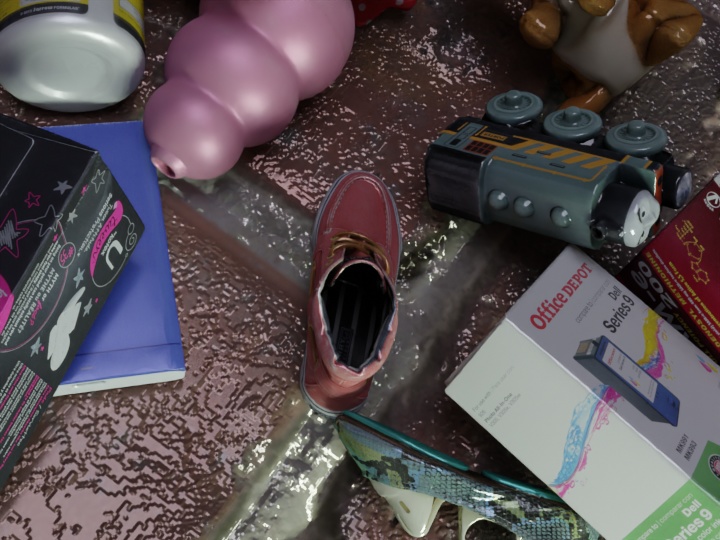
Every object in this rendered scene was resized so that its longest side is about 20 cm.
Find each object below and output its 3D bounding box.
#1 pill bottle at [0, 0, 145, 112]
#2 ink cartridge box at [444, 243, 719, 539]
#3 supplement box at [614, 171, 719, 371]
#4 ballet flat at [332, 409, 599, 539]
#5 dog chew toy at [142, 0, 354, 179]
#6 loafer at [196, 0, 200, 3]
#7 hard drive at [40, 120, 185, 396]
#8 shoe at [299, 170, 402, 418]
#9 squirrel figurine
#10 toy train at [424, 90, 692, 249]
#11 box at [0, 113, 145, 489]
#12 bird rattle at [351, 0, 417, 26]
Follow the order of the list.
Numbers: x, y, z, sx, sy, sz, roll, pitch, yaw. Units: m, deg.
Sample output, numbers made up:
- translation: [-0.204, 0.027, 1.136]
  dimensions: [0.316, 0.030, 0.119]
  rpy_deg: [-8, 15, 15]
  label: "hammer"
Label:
- translation: [-0.223, -0.232, 0.807]
  dimensions: [0.111, 0.112, 0.201]
  rpy_deg: [-1, 65, -14]
  label: "pill bottle"
- translation: [0.176, 0.094, 0.732]
  dimensions: [0.200, 0.088, 0.145]
  rpy_deg: [41, 35, 10]
  label: "ink cartridge box"
- translation: [0.261, 0.006, 0.758]
  dimensions: [0.061, 0.200, 0.109]
  rpy_deg: [-29, 74, -23]
  label: "supplement box"
- translation: [0.066, 0.159, 0.719]
  dimensions: [0.199, 0.074, 0.075]
  rpy_deg: [21, 62, 1]
  label: "ballet flat"
- translation: [-0.091, -0.153, 0.801]
  dimensions: [0.124, 0.125, 0.201]
  rpy_deg: [33, 70, 4]
  label: "dog chew toy"
- translation: [-0.142, -0.291, 0.819]
  dimensions: [0.072, 0.200, 0.072]
  rpy_deg: [-14, 58, 8]
  label: "loafer"
- translation: [-0.205, -0.012, 0.755]
  dimensions: [0.131, 0.025, 0.201]
  rpy_deg: [-6, 67, -16]
  label: "hard drive"
- translation: [0.000, 0.000, 0.760]
  dimensions: [0.071, 0.091, 0.201]
  rpy_deg: [12, 63, -8]
  label: "shoe"
- translation: [0.188, -0.249, 0.893]
  dimensions: [0.187, 0.141, 0.200]
  rpy_deg: [48, 46, -3]
  label: "squirrel figurine"
- translation: [0.144, -0.072, 0.802]
  dimensions: [0.199, 0.086, 0.114]
  rpy_deg: [21, 45, 33]
  label: "toy train"
- translation: [-0.247, 0.013, 0.656]
  dimensions: [0.131, 0.115, 0.201]
  rpy_deg: [20, 70, 13]
  label: "box"
- translation: [0.030, -0.314, 0.938]
  dimensions: [0.200, 0.113, 0.163]
  rpy_deg: [-38, 66, -13]
  label: "bird rattle"
